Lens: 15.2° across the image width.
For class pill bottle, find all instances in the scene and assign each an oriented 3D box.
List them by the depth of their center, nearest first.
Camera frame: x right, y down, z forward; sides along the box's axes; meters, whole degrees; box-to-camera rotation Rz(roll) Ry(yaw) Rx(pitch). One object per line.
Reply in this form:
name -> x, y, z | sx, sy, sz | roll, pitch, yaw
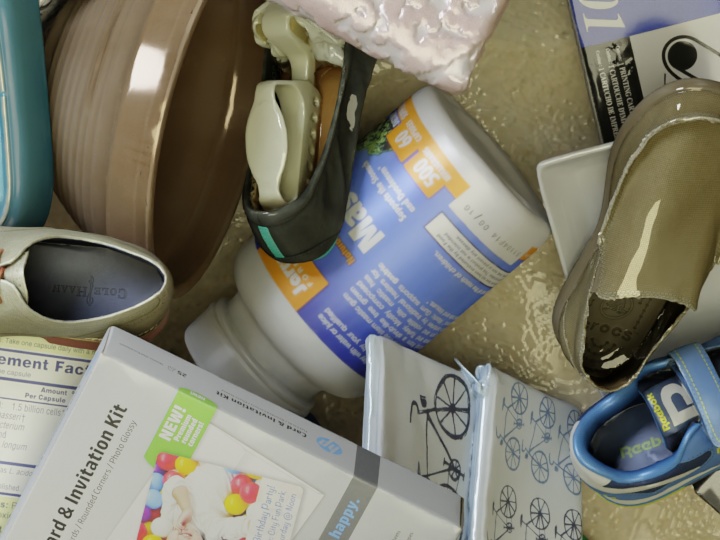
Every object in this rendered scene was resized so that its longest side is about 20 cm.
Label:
pill bottle -> 0.000, 0.000, 1.515 | 0.200, 0.112, 0.112 | -41, 100, 10

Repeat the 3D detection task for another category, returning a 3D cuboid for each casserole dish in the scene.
casserole dish -> -0.223, -0.091, 1.383 | 0.121, 0.039, 0.201 | -3, 102, 4

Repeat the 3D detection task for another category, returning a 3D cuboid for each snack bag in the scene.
snack bag -> 0.063, 0.140, 1.490 | 0.021, 0.200, 0.189 | -14, 63, 37

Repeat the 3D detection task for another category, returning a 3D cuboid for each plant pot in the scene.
plant pot -> -0.118, -0.092, 1.456 | 0.092, 0.201, 0.202 | 14, 105, 12

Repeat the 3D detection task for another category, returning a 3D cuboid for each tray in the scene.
tray -> 0.169, -0.005, 1.521 | 0.107, 0.022, 0.200 | -15, 130, 6

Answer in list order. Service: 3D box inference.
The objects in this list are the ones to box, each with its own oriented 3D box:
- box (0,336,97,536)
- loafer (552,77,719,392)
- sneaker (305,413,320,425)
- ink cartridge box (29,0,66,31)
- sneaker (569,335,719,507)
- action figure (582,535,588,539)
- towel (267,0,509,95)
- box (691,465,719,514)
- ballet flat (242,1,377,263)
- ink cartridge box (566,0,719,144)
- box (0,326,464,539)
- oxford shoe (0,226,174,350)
box -> -0.198, 0.120, 1.463 | 0.096, 0.176, 0.201 | 9, 94, -10
loafer -> 0.161, -0.013, 1.453 | 0.076, 0.068, 0.200 | 6, 129, -13
sneaker -> -0.095, 0.164, 1.579 | 0.070, 0.078, 0.200 | 40, 103, -9
ink cartridge box -> -0.204, -0.159, 1.460 | 0.084, 0.145, 0.200 | 37, 103, -5
sneaker -> 0.204, 0.072, 1.512 | 0.200, 0.082, 0.074 | -33, 67, 16
action figure -> 0.103, 0.185, 1.596 | 0.118, 0.055, 0.200 | -27, 99, 11
towel -> 0.006, -0.216, 1.369 | 0.200, 0.032, 0.191 | 28, 88, 4
box -> 0.316, 0.129, 1.575 | 0.200, 0.048, 0.158 | 40, 101, -8
ballet flat -> -0.028, -0.104, 1.462 | 0.068, 0.068, 0.201 | -5, 69, 28
ink cartridge box -> 0.168, -0.130, 1.510 | 0.094, 0.044, 0.201 | -14, 104, 4
box -> -0.071, 0.139, 1.349 | 0.199, 0.041, 0.156 | 27, 109, -7
oxford shoe -> -0.190, 0.002, 1.336 | 0.199, 0.074, 0.071 | -2, 78, -12
